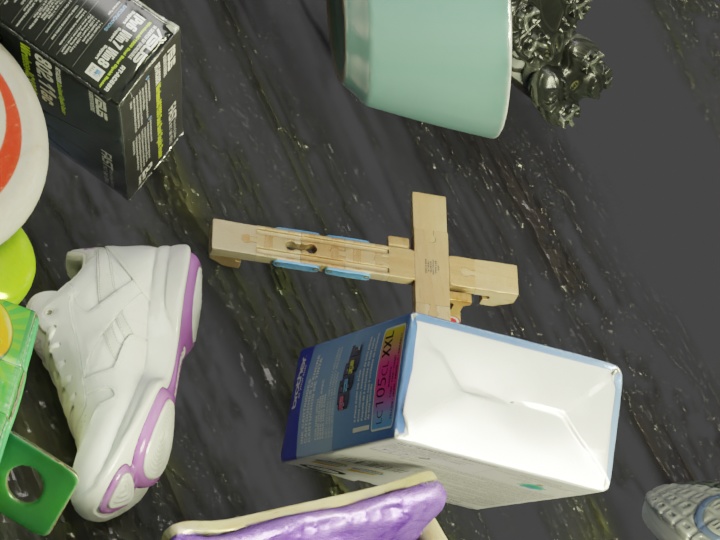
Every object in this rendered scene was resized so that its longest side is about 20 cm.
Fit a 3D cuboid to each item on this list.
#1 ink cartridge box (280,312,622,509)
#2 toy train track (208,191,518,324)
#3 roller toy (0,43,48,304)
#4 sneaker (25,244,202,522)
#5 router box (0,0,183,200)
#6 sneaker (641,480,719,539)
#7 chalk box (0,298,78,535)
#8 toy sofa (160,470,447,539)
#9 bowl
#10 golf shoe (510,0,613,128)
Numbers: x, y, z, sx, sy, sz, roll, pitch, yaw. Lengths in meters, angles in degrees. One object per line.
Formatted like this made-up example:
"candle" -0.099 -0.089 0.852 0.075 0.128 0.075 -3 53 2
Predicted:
"ink cartridge box" 0.043 0.086 1.568 0.136 0.200 0.076 16 74 -21
"toy train track" 0.000 0.000 1.721 0.200 0.033 0.115 9 54 -13
"roller toy" -0.280 -0.056 1.538 0.182 0.140 0.200 10 57 -23
"sneaker" -0.152 0.063 1.563 0.099 0.075 0.200 8 45 3
"router box" -0.182 -0.132 1.623 0.150 0.200 0.062 35 77 6
"sneaker" 0.238 0.199 1.634 0.074 0.087 0.200 -15 41 -35
"chalk box" -0.248 0.082 1.442 0.200 0.125 0.124 21 44 -12
"toy sofa" -0.029 0.183 1.484 0.200 0.098 0.083 -8 55 -35
"bowl" 0.034 -0.183 1.811 0.105 0.201 0.201 -5 50 -6
"golf shoe" 0.110 -0.180 1.846 0.078 0.200 0.094 -37 58 -15
